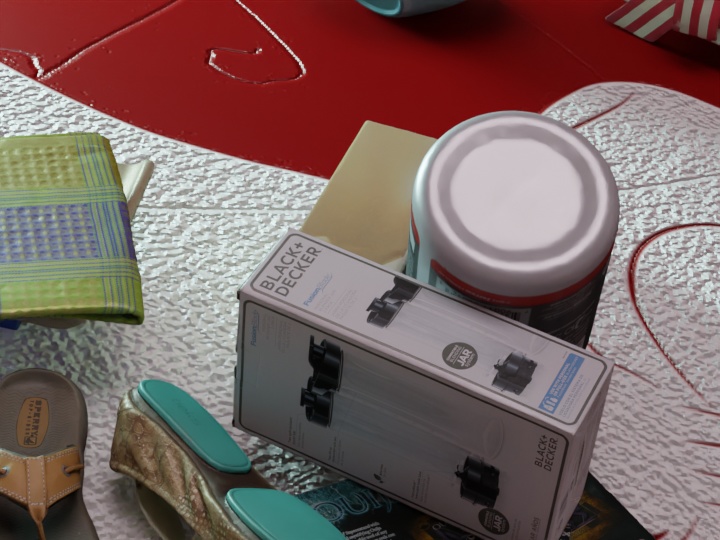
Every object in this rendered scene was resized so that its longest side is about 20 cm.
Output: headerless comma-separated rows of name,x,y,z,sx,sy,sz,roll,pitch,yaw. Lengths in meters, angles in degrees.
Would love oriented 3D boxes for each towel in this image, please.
towel,-0.211,-0.027,1.180,0.142,0.023,0.201,-3,36,-16

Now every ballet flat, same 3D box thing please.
ballet flat,-0.071,0.134,1.034,0.070,0.066,0.200,11,21,-43

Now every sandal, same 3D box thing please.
sandal,-0.175,0.109,1.046,0.081,0.055,0.201,6,34,-8

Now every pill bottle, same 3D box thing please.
pill bottle,0.082,0.008,1.125,0.115,0.201,0.117,1,60,-1

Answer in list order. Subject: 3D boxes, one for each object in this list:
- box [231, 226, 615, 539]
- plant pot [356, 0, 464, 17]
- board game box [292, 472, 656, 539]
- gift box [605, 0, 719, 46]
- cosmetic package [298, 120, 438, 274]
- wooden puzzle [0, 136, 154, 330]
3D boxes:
box,0.030,0.068,1.057,0.198,0.117,0.060,21,47,16
plant pot,0.039,-0.290,1.595,0.199,0.201,0.135,31,72,25
board game box,0.059,0.155,1.076,0.199,0.028,0.135,-13,41,-31
gift box,0.320,-0.288,1.670,0.199,0.186,0.186,24,27,23
cosmetic package,0.000,0.000,1.216,0.070,0.106,0.200,17,33,8
wooden puzzle,-0.246,-0.025,1.233,0.198,0.047,0.186,9,34,3
